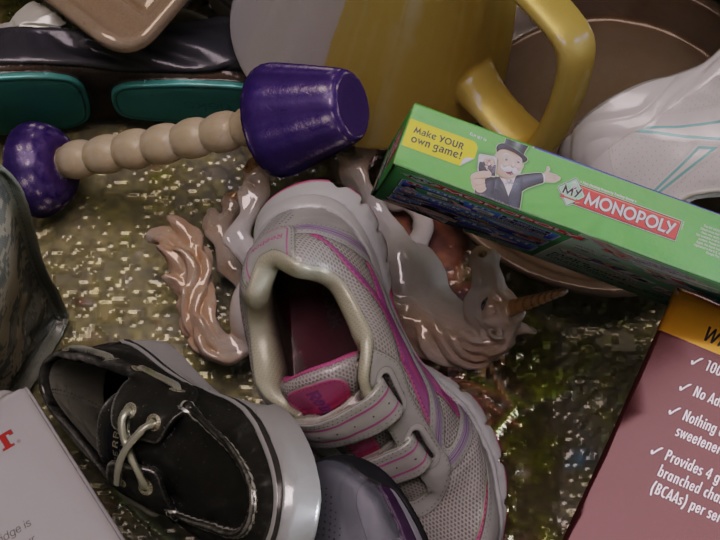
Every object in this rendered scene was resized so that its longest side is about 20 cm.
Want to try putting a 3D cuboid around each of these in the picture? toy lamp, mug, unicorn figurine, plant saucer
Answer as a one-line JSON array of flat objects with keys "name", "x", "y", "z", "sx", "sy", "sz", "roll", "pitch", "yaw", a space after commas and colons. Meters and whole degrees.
[{"name": "toy lamp", "x": -0.088, "y": -0.065, "z": 0.917, "sx": 0.198, "sy": 0.058, "sz": 0.059, "roll": -10, "pitch": 57, "yaw": 29}, {"name": "mug", "x": 0.035, "y": -0.159, "z": 0.909, "sx": 0.185, "sy": 0.154, "sz": 0.150, "roll": 19, "pitch": 53, "yaw": 1}, {"name": "unicorn figurine", "x": 0.000, "y": 0.000, "z": 0.923, "sx": 0.198, "sy": 0.074, "sz": 0.138, "roll": -21, "pitch": 61, "yaw": 10}, {"name": "plant saucer", "x": 0.130, "y": -0.071, "z": 0.972, "sx": 0.198, "sy": 0.030, "sz": 0.202, "roll": -1, "pitch": 62, "yaw": 2}]

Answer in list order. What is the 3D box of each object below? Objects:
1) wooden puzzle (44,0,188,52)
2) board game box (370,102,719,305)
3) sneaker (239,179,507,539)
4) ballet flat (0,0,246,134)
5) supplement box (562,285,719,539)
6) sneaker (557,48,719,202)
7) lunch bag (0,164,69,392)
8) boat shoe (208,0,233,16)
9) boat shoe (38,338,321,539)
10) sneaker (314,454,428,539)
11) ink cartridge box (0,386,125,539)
[{"name": "wooden puzzle", "x": -0.112, "y": -0.222, "z": 0.996, "sx": 0.200, "sy": 0.037, "sz": 0.185, "roll": -47, "pitch": 55, "yaw": -7}, {"name": "board game box", "x": 0.106, "y": -0.017, "z": 0.799, "sx": 0.198, "sy": 0.135, "sz": 0.029, "roll": 20, "pitch": 85, "yaw": -2}, {"name": "sneaker", "x": -0.003, "y": 0.061, "z": 0.837, "sx": 0.081, "sy": 0.088, "sz": 0.201, "roll": -29, "pitch": 93, "yaw": 22}, {"name": "ballet flat", "x": -0.142, "y": -0.112, "z": 0.986, "sx": 0.198, "sy": 0.073, "sz": 0.074, "roll": -2, "pitch": 61, "yaw": -5}, {"name": "supplement box", "x": 0.179, "y": 0.152, "z": 0.775, "sx": 0.196, "sy": 0.133, "sz": 0.201, "roll": 23, "pitch": 71, "yaw": 15}, {"name": "sneaker", "x": 0.201, "y": -0.081, "z": 0.913, "sx": 0.199, "sy": 0.070, "sz": 0.081, "roll": -33, "pitch": 74, "yaw": 8}, {"name": "lunch bag", "x": -0.241, "y": -0.006, "z": 0.857, "sx": 0.163, "sy": 0.201, "sz": 0.118, "roll": 19, "pitch": 63, "yaw": 12}, {"name": "boat shoe", "x": -0.072, "y": -0.210, "z": 1.035, "sx": 0.071, "sy": 0.069, "sz": 0.201, "roll": -23, "pitch": 62, "yaw": -10}, {"name": "boat shoe", "x": -0.087, "y": 0.081, "z": 0.822, "sx": 0.063, "sy": 0.071, "sz": 0.200, "roll": 6, "pitch": 11, "yaw": -33}, {"name": "sneaker", "x": -0.012, "y": 0.179, "z": 0.767, "sx": 0.074, "sy": 0.087, "sz": 0.202, "roll": -11, "pitch": 82, "yaw": 37}, {"name": "ink cartridge box", "x": -0.158, "y": 0.177, "z": 0.817, "sx": 0.146, "sy": 0.086, "sz": 0.200, "roll": -31, "pitch": 63, "yaw": -14}]
